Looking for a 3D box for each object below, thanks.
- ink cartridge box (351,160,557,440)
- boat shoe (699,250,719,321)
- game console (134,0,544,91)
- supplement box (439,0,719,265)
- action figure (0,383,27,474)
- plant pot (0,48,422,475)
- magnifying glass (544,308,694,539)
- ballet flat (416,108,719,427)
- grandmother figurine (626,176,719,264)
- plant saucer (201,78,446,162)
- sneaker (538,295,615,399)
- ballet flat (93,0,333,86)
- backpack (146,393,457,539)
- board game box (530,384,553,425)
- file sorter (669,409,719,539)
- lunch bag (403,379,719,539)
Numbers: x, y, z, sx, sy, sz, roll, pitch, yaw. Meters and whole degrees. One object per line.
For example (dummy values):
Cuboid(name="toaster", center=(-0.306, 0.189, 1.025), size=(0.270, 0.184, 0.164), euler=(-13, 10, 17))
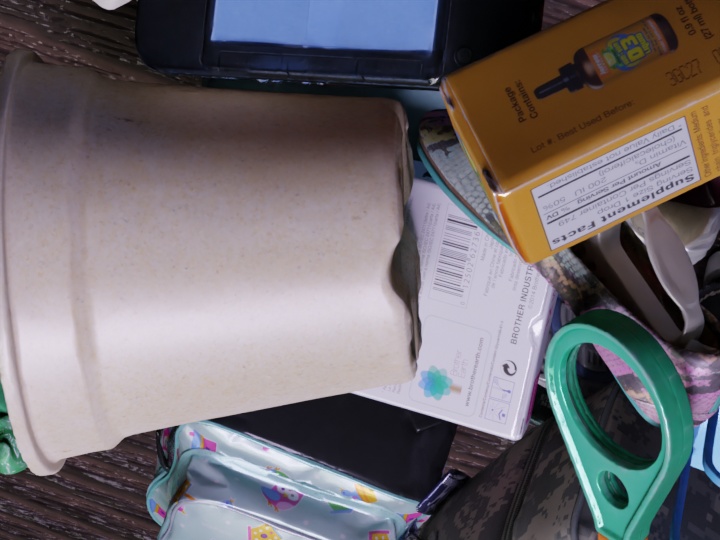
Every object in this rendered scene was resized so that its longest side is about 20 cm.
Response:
Cuboid(name="ink cartridge box", center=(0.000, 0.000, 1.442), size=(0.199, 0.120, 0.042), euler=(15, -162, 9))
Cuboid(name="boat shoe", center=(0.260, 0.033, 1.446), size=(0.199, 0.061, 0.074), euler=(8, 151, 24))
Cuboid(name="game console", center=(-0.029, -0.170, 1.211), size=(0.199, 0.173, 0.119), euler=(6, 178, 29))
Cuboid(name="supplement box", center=(0.137, -0.081, 1.186), size=(0.199, 0.067, 0.069), euler=(-24, 147, -1))
Cuboid(name="action figure", center=(-0.162, 0.021, 1.574), size=(0.118, 0.201, 0.055), euler=(11, 153, 21))
Cuboid(name="plant pot", center=(-0.066, -0.009, 1.349), size=(0.183, 0.201, 0.201), euler=(-3, 151, 5))
Cuboid(name="magnifying glass", center=(0.119, 0.105, 1.324), size=(0.079, 0.022, 0.201), euler=(30, 139, 40))
Cuboid(name="ballet flat", center=(0.107, -0.018, 1.326), size=(0.200, 0.069, 0.071), euler=(51, 132, 19))
Cuboid(name="grandmother figurine", center=(0.144, -0.066, 1.345), size=(0.121, 0.061, 0.200), euler=(34, 158, 23))
Cuboid(name="plant saucer", center=(0.019, -0.074, 1.446), size=(0.199, 0.036, 0.200), euler=(17, 155, 8))
Cuboid(name="sneaker", center=(0.139, 0.047, 1.535), size=(0.199, 0.075, 0.087), euler=(18, 164, -16))
Cuboid(name="ballet flat", center=(-0.088, -0.133, 1.334), size=(0.200, 0.070, 0.069), euler=(35, 153, -2))
Cuboid(name="backpack", center=(-0.043, 0.128, 1.760), size=(0.175, 0.154, 0.200), euler=(18, 161, -7))
Cuboid(name="board game box", center=(0.177, 0.114, 1.647), size=(0.200, 0.028, 0.135), euler=(29, 177, -19))
Cuboid(name="file sorter", center=(0.236, 0.052, 1.326), size=(0.138, 0.123, 0.201), euler=(20, 118, 2))
Cuboid(name="lunch bag", center=(0.137, 0.169, 1.488), size=(0.200, 0.140, 0.168), euler=(34, 136, -18))
